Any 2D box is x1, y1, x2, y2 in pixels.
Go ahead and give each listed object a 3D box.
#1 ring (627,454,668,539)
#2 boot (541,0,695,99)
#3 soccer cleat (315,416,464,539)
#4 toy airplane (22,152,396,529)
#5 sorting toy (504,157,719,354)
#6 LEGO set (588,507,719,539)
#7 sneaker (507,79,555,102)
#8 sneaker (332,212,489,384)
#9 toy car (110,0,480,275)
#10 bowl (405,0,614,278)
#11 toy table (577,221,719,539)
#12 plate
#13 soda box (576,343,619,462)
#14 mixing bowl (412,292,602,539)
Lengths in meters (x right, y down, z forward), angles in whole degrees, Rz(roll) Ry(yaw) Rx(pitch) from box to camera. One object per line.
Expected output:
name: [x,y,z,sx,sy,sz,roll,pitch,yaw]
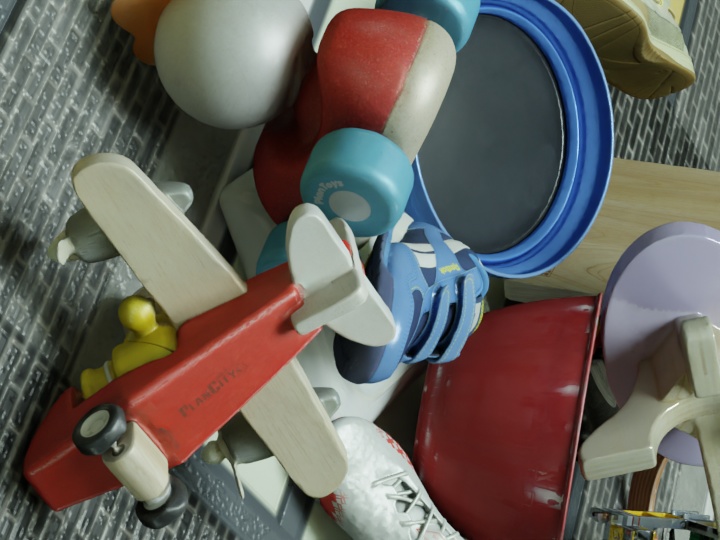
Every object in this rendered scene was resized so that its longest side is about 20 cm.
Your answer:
ring: [0.263,0.189,1.571,0.019,0.200,0.201,8,74,-23]
boot: [0.184,-0.229,1.543,0.200,0.072,0.155,25,53,-54]
soccer cleat: [0.035,0.174,1.315,0.069,0.085,0.200,-41,121,-24]
toy airplane: [-0.084,0.034,1.125,0.199,0.141,0.200,2,108,-28]
sorting toy: [0.235,-0.001,1.567,0.199,0.200,0.070,-55,147,-51]
LEGO set: [0.220,0.255,1.473,0.116,0.154,0.200,7,100,-28]
sneaker: [0.108,-0.178,1.539,0.089,0.077,0.200,57,33,-16]
sneaker: [0.036,0.020,1.249,0.082,0.074,0.200,27,23,-1]
toy car: [-0.057,-0.110,1.215,0.200,0.177,0.185,25,53,-5]
bowl: [0.097,-0.095,1.420,0.200,0.039,0.201,-2,92,-42]
toy table: [0.234,0.081,1.399,0.117,0.184,0.200,-92,157,-57]
plate: [0.000,0.000,1.362,0.200,0.032,0.200,-41,117,-52]
soda box: [0.193,0.086,1.596,0.200,0.063,0.071,-29,106,-55]
mixing bowl: [0.095,0.105,1.378,0.200,0.108,0.201,8,90,-84]
